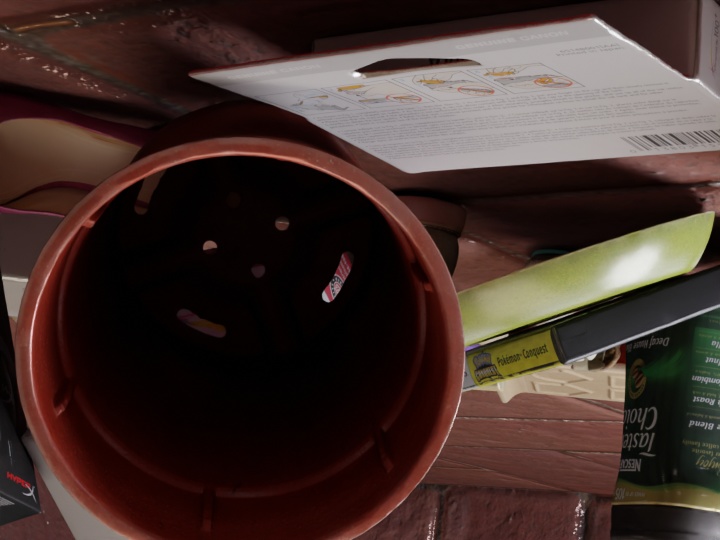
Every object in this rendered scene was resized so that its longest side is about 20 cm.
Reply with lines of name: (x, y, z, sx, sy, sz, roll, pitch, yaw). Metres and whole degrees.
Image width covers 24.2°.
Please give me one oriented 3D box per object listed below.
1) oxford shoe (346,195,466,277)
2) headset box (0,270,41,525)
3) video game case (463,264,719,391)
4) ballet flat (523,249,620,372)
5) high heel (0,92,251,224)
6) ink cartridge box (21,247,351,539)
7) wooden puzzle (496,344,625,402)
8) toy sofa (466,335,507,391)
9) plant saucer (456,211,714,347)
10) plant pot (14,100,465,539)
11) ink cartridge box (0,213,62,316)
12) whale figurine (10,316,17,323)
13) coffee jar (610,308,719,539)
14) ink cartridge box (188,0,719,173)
oxford shoe: (0.000, 0.000, 1.122, 0.070, 0.075, 0.200, 11, 168, -23)
headset box: (-0.258, 0.039, 0.953, 0.076, 0.202, 0.149, -17, 156, 8)
video game case: (0.168, 0.030, 1.079, 0.198, 0.026, 0.181, -18, 177, -23)
ballet flat: (0.163, 0.038, 1.236, 0.067, 0.068, 0.200, 2, 168, 21)
high heel: (-0.159, -0.052, 0.918, 0.198, 0.068, 0.096, 8, -169, -30)
ink cartridge box: (-0.082, 0.094, 1.039, 0.143, 0.146, 0.200, -10, -153, 29)
wooden puzzle: (0.223, 0.090, 1.540, 0.197, 0.047, 0.185, 0, 168, 9)
toy sofa: (0.038, 0.064, 1.366, 0.082, 0.099, 0.199, -1, 166, 35)
plant saucer: (0.122, 0.011, 1.008, 0.198, 0.031, 0.200, -19, 175, -2)
plant pot: (-0.058, 0.009, 0.827, 0.198, 0.203, 0.196, 8, -162, -6)
ink cartridge box: (-0.247, -0.021, 1.135, 0.197, 0.085, 0.146, 9, 168, -7)
whale figurine: (-0.224, 0.016, 1.349, 0.199, 0.104, 0.159, 29, 175, 17)
coffee jar: (0.237, 0.115, 1.230, 0.084, 0.203, 0.104, 11, 168, -21)
ink cartridge box: (0.056, -0.088, 0.722, 0.198, 0.045, 0.176, -2, 167, 36)
